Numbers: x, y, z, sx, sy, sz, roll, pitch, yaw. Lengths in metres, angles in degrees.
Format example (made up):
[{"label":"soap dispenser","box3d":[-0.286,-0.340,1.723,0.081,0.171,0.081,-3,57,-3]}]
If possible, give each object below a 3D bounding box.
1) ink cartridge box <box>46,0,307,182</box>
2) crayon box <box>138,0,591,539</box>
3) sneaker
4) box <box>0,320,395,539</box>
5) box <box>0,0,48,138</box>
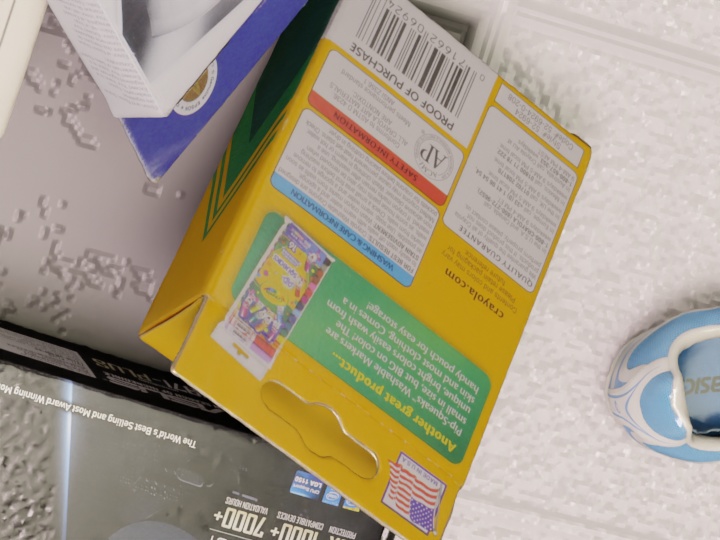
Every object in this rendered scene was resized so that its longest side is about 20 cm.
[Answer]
[{"label":"ink cartridge box","box3d":[-0.039,-0.156,0.970,0.200,0.040,0.200,-52,143,-20]},{"label":"crayon box","box3d":[0.000,0.000,1.031,0.126,0.051,0.201,37,53,-19]},{"label":"sneaker","box3d":[0.201,0.039,1.139,0.199,0.072,0.072,-13,103,-14]},{"label":"box","box3d":[-0.105,0.120,1.061,0.199,0.086,0.165,18,96,-18]},{"label":"box","box3d":[-0.163,-0.165,0.974,0.127,0.109,0.201,17,96,-18]}]
